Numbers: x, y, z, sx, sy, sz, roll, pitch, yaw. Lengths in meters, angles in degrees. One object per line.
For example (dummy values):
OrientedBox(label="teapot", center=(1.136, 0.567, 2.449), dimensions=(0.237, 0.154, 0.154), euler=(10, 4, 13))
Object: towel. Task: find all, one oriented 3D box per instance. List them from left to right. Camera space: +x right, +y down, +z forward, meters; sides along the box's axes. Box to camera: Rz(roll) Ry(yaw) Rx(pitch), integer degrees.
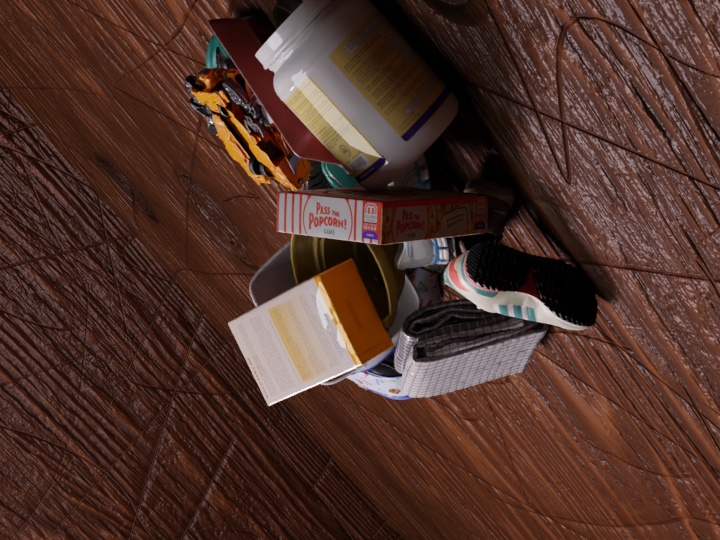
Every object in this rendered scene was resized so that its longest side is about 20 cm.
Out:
OrientedBox(label="towel", center=(0.146, 0.095, 1.611), dimensions=(0.166, 0.197, 0.087), euler=(97, 156, -65))

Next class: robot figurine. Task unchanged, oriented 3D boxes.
OrientedBox(label="robot figurine", center=(-0.151, -0.194, 1.561), dimensions=(0.144, 0.058, 0.201), euler=(14, 146, 47))

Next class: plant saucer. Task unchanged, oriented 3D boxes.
OrientedBox(label="plant saucer", center=(-0.075, -0.219, 1.415), dimensions=(0.201, 0.037, 0.199), euler=(56, -161, 13))

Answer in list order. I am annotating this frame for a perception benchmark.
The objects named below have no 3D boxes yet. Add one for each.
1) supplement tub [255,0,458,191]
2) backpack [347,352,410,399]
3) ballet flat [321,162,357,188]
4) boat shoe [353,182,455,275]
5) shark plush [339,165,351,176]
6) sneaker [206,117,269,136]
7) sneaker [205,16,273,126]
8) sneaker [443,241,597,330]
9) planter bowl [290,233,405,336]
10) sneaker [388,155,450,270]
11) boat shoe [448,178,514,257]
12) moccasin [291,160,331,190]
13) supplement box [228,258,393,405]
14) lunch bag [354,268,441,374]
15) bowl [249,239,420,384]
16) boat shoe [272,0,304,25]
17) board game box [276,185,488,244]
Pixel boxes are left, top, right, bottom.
OrientedBox(label="supplement tub", center=(-0.005, -0.204, 1.282), dimensions=(0.200, 0.146, 0.145), euler=(46, 164, -8))
OrientedBox(label="backpack", center=(0.051, 0.122, 1.925), dimensions=(0.189, 0.201, 0.154), euler=(22, 159, 38))
OrientedBox(label="ballet flat", center=(0.018, -0.103, 1.665), dimensions=(0.200, 0.067, 0.071), euler=(49, -172, -15))
OrientedBox(label="boat shoe", center=(0.071, -0.064, 1.591), dimensions=(0.198, 0.075, 0.076), euler=(30, 153, -12))
OrientedBox(label="shark plush", center=(0.000, -0.161, 1.539), dimensions=(0.200, 0.091, 0.084), euler=(47, 134, 9))
OrientedBox(label="sneaker", center=(-0.149, -0.228, 1.707), dimensions=(0.199, 0.076, 0.087), euler=(24, -129, -58))
OrientedBox(label="sneaker", center=(-0.147, -0.260, 1.606), dimensions=(0.120, 0.084, 0.202), euler=(19, 144, 46))
OrientedBox(label="sneaker", center=(0.190, 0.022, 1.404), dimensions=(0.197, 0.071, 0.093), euler=(19, 162, -23))
OrientedBox(label="planter bowl", center=(0.000, 0.000, 1.547), dimensions=(0.199, 0.083, 0.203), euler=(30, 133, 39))
OrientedBox(label="sneaker", center=(0.047, -0.093, 1.447), dimensions=(0.075, 0.085, 0.203), euler=(-120, 14, -81))
OrientedBox(label="boat shoe", center=(0.134, -0.045, 1.433), dimensions=(0.073, 0.074, 0.200), euler=(15, 162, 1))
OrientedBox(label="moccasin", center=(-0.075, -0.143, 1.751), dimensions=(0.078, 0.074, 0.201), euler=(48, -178, 7))
OrientedBox(label="supplement box", center=(-0.067, 0.082, 1.519), dimensions=(0.199, 0.073, 0.128), euler=(-26, 91, 43))
OrientedBox(label="lunch bag", center=(0.017, 0.049, 1.777), dimensions=(0.123, 0.200, 0.171), euler=(35, 163, 27))
OrientedBox(label="bowl", center=(-0.033, 0.040, 1.645), dimensions=(0.201, 0.199, 0.075), euler=(52, 178, 9))
OrientedBox(label="boat shoe", center=(-0.034, -0.250, 1.396), dimensions=(0.201, 0.060, 0.072), euler=(43, 165, 3))
OrientedBox(label="board game box", center=(0.027, -0.064, 1.304), dimensions=(0.150, 0.199, 0.047), euler=(8, 100, 38))
